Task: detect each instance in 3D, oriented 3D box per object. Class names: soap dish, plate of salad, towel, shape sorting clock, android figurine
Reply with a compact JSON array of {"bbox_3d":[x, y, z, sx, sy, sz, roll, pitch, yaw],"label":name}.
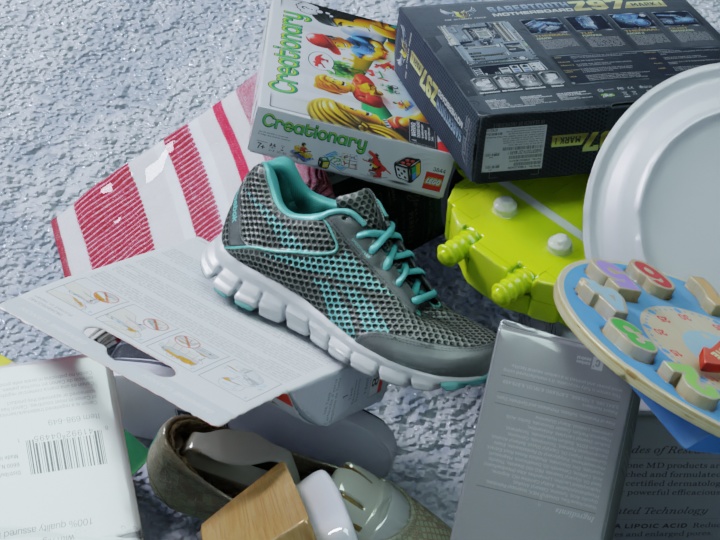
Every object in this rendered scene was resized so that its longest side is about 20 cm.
[{"bbox_3d":[-0.027,0.190,1.041,0.081,0.159,0.200,-18,4,-5],"label":"soap dish"},{"bbox_3d":[0.223,-0.020,1.187,0.198,0.048,0.202,1,81,-8],"label":"plate of salad"},{"bbox_3d":[-0.117,-0.045,1.362,0.199,0.023,0.145,-34,42,11],"label":"towel"},{"bbox_3d":[0.192,0.046,1.057,0.199,0.039,0.200,24,23,-11],"label":"shape sorting clock"},{"bbox_3d":[0.134,-0.035,1.253,0.199,0.041,0.182,-28,51,-32],"label":"android figurine"}]

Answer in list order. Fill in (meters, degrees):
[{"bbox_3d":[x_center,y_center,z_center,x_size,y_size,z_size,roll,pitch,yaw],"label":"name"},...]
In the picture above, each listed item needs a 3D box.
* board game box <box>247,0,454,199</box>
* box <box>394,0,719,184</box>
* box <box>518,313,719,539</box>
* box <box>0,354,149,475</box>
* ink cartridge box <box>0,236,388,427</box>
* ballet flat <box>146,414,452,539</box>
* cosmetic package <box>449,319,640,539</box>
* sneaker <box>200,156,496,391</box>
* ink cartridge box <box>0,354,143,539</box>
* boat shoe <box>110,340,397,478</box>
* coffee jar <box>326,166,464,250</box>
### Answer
[{"bbox_3d":[-0.005,-0.116,1.325,0.125,0.035,0.200,13,27,-7],"label":"board game box"},{"bbox_3d":[0.137,-0.119,1.280,0.198,0.051,0.158,-6,33,-17],"label":"box"},{"bbox_3d":[0.211,0.062,1.278,0.198,0.132,0.200,0,42,-6],"label":"box"},{"bbox_3d":[-0.236,0.107,1.249,0.199,0.049,0.117,26,46,23],"label":"box"},{"bbox_3d":[-0.092,0.049,1.190,0.161,0.051,0.200,26,26,23],"label":"ink cartridge box"},{"bbox_3d":[-0.033,0.136,1.212,0.198,0.063,0.068,15,48,3],"label":"ballet flat"},{"bbox_3d":[0.092,0.142,1.093,0.089,0.107,0.202,15,77,10],"label":"cosmetic package"},{"bbox_3d":[0.000,0.000,1.186,0.199,0.092,0.078,25,22,17],"label":"sneaker"},{"bbox_3d":[-0.191,0.160,1.122,0.144,0.085,0.202,-7,64,-13],"label":"ink cartridge box"},{"bbox_3d":[-0.067,0.079,1.282,0.198,0.072,0.068,10,43,16],"label":"boat shoe"},{"bbox_3d":[0.033,-0.066,1.419,0.199,0.105,0.085,-25,43,-29],"label":"coffee jar"}]
